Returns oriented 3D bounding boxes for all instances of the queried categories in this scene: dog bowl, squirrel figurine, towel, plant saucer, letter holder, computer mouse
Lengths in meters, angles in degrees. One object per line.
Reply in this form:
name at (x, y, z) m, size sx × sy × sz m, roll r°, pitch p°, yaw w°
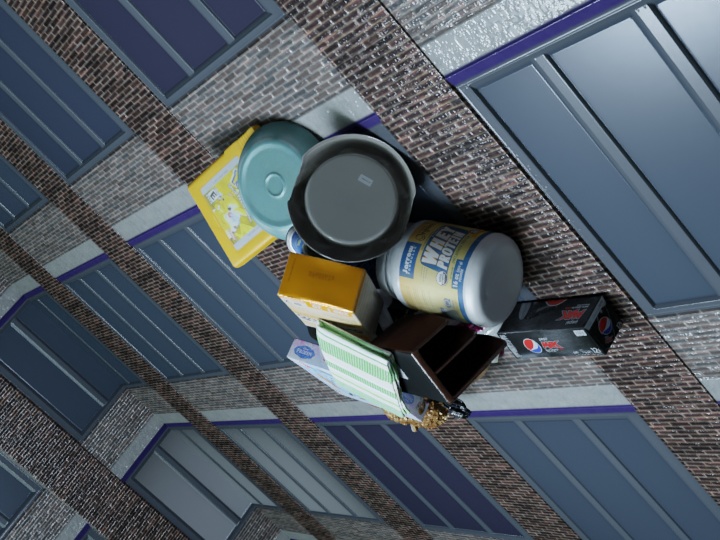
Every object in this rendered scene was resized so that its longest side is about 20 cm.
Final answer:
dog bowl at (-0.014, -0.105, 1.545) m, size 0.199 × 0.201 × 0.059 m, roll 34°, pitch 168°, yaw 5°
squirrel figurine at (0.093, 0.257, 1.995) m, size 0.187 × 0.141 × 0.200 m, roll 47°, pitch -178°, yaw -34°
towel at (0.004, 0.160, 1.624) m, size 0.151 × 0.023 × 0.201 m, roll 23°, pitch 154°, yaw 25°
plant saucer at (-0.133, -0.144, 1.670) m, size 0.198 × 0.036 × 0.202 m, roll 9°, pitch 109°, yaw 29°
letter holder at (0.121, 0.115, 1.575) m, size 0.101 × 0.142 × 0.200 m, roll 52°, pitch 165°, yaw -11°
computer mouse at (0.112, 0.197, 1.817) m, size 0.200 × 0.053 × 0.138 m, roll 48°, pitch 178°, yaw -1°

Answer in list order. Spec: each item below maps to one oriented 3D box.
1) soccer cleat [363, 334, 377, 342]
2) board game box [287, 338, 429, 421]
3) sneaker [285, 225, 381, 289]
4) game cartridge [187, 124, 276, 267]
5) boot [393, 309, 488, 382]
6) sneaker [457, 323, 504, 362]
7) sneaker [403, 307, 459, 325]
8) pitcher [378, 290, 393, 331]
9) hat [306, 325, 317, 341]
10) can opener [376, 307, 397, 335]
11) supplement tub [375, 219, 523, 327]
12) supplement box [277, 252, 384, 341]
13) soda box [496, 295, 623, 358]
soccer cleat at (0.013, 0.135, 1.788) m, size 0.077 × 0.070 × 0.200 m, roll 20°, pitch 163°, yaw 10°
board game box at (-0.003, 0.198, 1.822) m, size 0.198 × 0.041 × 0.200 m, roll 14°, pitch 163°, yaw 35°
sneaker at (-0.026, -0.013, 1.619) m, size 0.198 × 0.076 × 0.077 m, roll 19°, pitch -171°, yaw -17°
game cartridge at (-0.198, -0.126, 1.756) m, size 0.199 × 0.032 × 0.177 m, roll -36°, pitch 84°, yaw 38°
boot at (0.139, 0.134, 1.863) m, size 0.155 × 0.077 × 0.199 m, roll 48°, pitch 163°, yaw -25°
sneaker at (0.200, 0.132, 1.741) m, size 0.088 × 0.082 × 0.199 m, roll 38°, pitch 138°, yaw -17°
sneaker at (0.098, 0.077, 1.706) m, size 0.088 × 0.199 × 0.076 m, roll 53°, pitch 177°, yaw -28°
pitcher at (0.000, 0.000, 1.731) m, size 0.201 × 0.120 × 0.172 m, roll 61°, pitch 180°, yaw -44°
hat at (-0.054, 0.033, 1.893) m, size 0.200 × 0.080 × 0.203 m, roll 28°, pitch 123°, yaw 56°
can opener at (0.022, 0.080, 1.887) m, size 0.078 × 0.064 × 0.200 m, roll 36°, pitch 180°, yaw -12°
supplement tub at (0.137, 0.001, 1.571) m, size 0.199 × 0.145 × 0.145 m, roll 13°, pitch 145°, yaw 38°
supplement box at (-0.043, 0.045, 1.594) m, size 0.125 × 0.074 × 0.200 m, roll 13°, pitch 167°, yaw 14°
soda box at (0.310, 0.090, 1.584) m, size 0.063 × 0.071 × 0.199 m, roll 47°, pitch 152°, yaw -21°
